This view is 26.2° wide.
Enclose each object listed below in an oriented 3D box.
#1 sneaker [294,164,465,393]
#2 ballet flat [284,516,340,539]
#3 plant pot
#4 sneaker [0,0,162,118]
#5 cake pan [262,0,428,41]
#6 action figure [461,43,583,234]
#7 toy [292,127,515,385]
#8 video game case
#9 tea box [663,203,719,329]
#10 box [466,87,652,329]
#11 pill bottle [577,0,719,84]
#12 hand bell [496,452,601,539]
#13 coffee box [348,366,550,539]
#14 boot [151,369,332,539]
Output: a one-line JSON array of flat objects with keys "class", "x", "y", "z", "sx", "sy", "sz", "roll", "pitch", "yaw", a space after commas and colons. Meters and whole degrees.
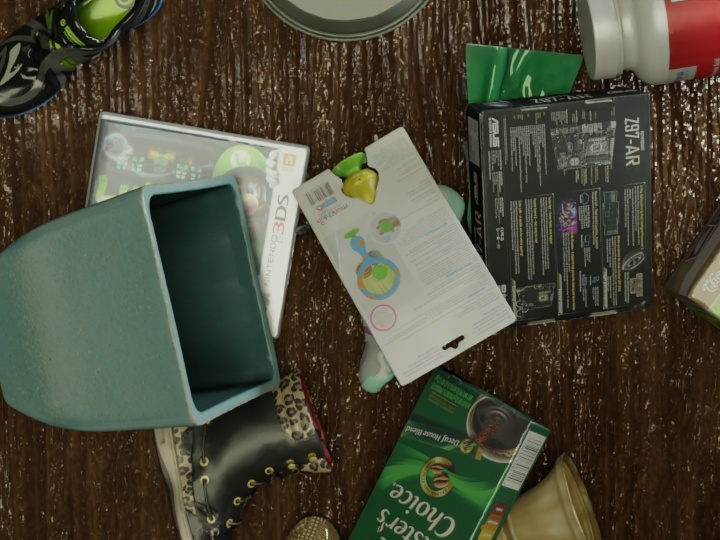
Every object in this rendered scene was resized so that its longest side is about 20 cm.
[{"class": "sneaker", "x": 0.000, "y": 0.000, "z": 1.420, "sx": 0.139, "sy": 0.078, "sz": 0.201, "roll": 21, "pitch": 83, "yaw": 1}, {"class": "ballet flat", "x": -0.059, "y": 0.330, "z": 1.435, "sx": 0.070, "sy": 0.065, "sz": 0.201, "roll": 11, "pitch": 92, "yaw": 0}, {"class": "plant pot", "x": -0.212, "y": 0.038, "z": 1.344, "sx": 0.199, "sy": 0.196, "sz": 0.198, "roll": -12, "pitch": 92, "yaw": 19}, {"class": "sneaker", "x": -0.269, "y": -0.215, "z": 1.406, "sx": 0.199, "sy": 0.083, "sz": 0.071, "roll": -36, "pitch": 91, "yaw": 2}, {"class": "cake pan", "x": -0.014, "y": -0.313, "z": 1.421, "sx": 0.199, "sy": 0.037, "sz": 0.202, "roll": 0, "pitch": 93, "yaw": 1}, {"class": "action figure", "x": 0.134, "y": -0.102, "z": 1.413, "sx": 0.117, "sy": 0.055, "sz": 0.201, "roll": 4, "pitch": 99, "yaw": -17}, {"class": "toy", "x": 0.037, "y": -0.012, "z": 1.361, "sx": 0.115, "sy": 0.047, "sz": 0.201, "roll": -30, "pitch": 81, "yaw": -1}, {"class": "video game case", "x": -0.159, "y": -0.042, "z": 1.442, "sx": 0.199, "sy": 0.023, "sz": 0.183, "roll": 9, "pitch": 92, "yaw": 1}, {"class": "tea box", "x": 0.412, "y": -0.008, "z": 1.379, "sx": 0.196, "sy": 0.134, "sz": 0.201, "roll": 34, "pitch": 93, "yaw": 0}, {"class": "box", "x": 0.180, "y": -0.056, "z": 1.388, "sx": 0.159, "sy": 0.044, "sz": 0.201, "roll": -8, "pitch": 106, "yaw": -11}, {"class": "pill bottle", "x": 0.299, "y": -0.228, "z": 1.382, "sx": 0.199, "sy": 0.112, "sz": 0.113, "roll": -9, "pitch": 92, "yaw": 2}, {"class": "hand bell", "x": 0.114, "y": 0.250, "z": 1.432, "sx": 0.199, "sy": 0.104, "sz": 0.105, "roll": -21, "pitch": 92, "yaw": 15}, {"class": "coffee box", "x": 0.076, "y": 0.204, "z": 1.407, "sx": 0.123, "sy": 0.044, "sz": 0.201, "roll": 29, "pitch": 93, "yaw": 37}, {"class": "boot", "x": -0.099, "y": 0.197, "z": 1.428, "sx": 0.150, "sy": 0.073, "sz": 0.201, "roll": -17, "pitch": 84, "yaw": 2}]
